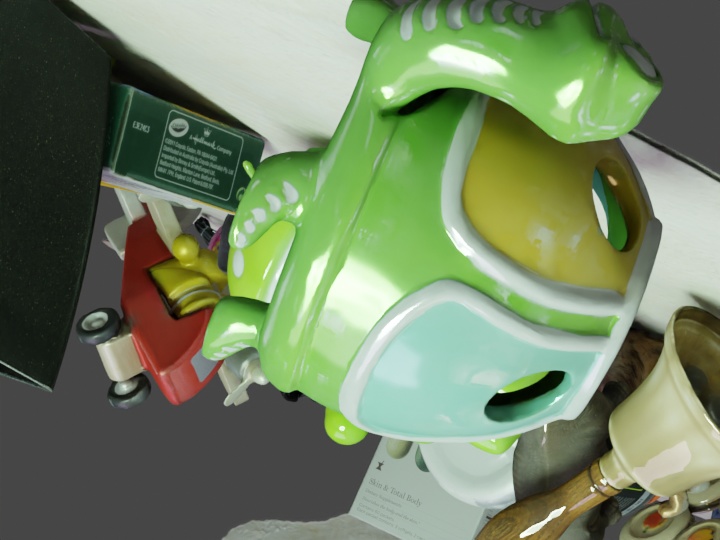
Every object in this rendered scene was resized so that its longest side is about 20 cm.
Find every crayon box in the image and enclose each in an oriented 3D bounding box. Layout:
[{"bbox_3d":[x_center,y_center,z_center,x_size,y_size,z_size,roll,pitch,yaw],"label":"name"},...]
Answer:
[{"bbox_3d":[-0.174,-0.084,0.990,0.199,0.052,0.126,12,177,34],"label":"crayon box"}]

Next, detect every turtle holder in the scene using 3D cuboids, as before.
[{"bbox_3d":[0.037,-0.024,0.571,0.131,0.186,0.141,25,-154,3],"label":"turtle holder"}]

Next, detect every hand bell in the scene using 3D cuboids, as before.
[{"bbox_3d":[0.128,0.115,0.907,0.104,0.200,0.104,34,-146,-28],"label":"hand bell"}]

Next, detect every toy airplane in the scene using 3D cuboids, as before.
[{"bbox_3d":[-0.119,-0.002,1.182,0.140,0.200,0.200,-14,171,7],"label":"toy airplane"}]

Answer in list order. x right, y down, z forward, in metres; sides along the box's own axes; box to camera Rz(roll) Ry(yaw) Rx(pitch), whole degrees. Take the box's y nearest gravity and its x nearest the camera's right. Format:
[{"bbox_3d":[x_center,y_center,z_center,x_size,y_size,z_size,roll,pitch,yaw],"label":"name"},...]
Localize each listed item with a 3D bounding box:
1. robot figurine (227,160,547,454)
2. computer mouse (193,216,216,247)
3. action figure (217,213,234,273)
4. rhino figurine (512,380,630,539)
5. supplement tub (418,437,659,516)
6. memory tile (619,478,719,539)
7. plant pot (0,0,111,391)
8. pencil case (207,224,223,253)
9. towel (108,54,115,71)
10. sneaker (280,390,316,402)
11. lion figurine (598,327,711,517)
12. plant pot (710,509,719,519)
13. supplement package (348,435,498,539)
[{"bbox_3d":[0.014,0.014,0.894,0.200,0.116,0.176,33,147,17],"label":"robot figurine"},{"bbox_3d":[-0.103,-0.007,1.471,0.059,0.034,0.200,55,175,-36],"label":"computer mouse"},{"bbox_3d":[0.000,0.000,1.133,0.130,0.070,0.200,9,168,42],"label":"action figure"},{"bbox_3d":[0.122,0.087,0.972,0.060,0.201,0.087,12,-149,25],"label":"rhino figurine"},{"bbox_3d":[0.141,0.112,1.165,0.122,0.123,0.200,19,-179,40],"label":"supplement tub"},{"bbox_3d":[0.260,0.145,1.021,0.017,0.153,0.200,59,160,-20],"label":"memory tile"},{"bbox_3d":[-0.243,-0.073,0.845,0.199,0.178,0.200,15,163,34],"label":"plant pot"},{"bbox_3d":[-0.043,0.015,1.344,0.087,0.088,0.200,19,171,38],"label":"pencil case"},{"bbox_3d":[-0.237,-0.154,0.963,0.199,0.018,0.086,26,173,-10],"label":"towel"},{"bbox_3d":[-0.135,0.184,2.991,0.199,0.090,0.078,19,171,42],"label":"sneaker"},{"bbox_3d":[0.215,0.087,1.005,0.199,0.123,0.072,-5,-166,47],"label":"lion figurine"},{"bbox_3d":[0.342,0.229,1.188,0.199,0.181,0.200,23,173,7],"label":"plant pot"},{"bbox_3d":[0.116,0.216,1.819,0.151,0.201,0.151,20,172,32],"label":"supplement package"}]
